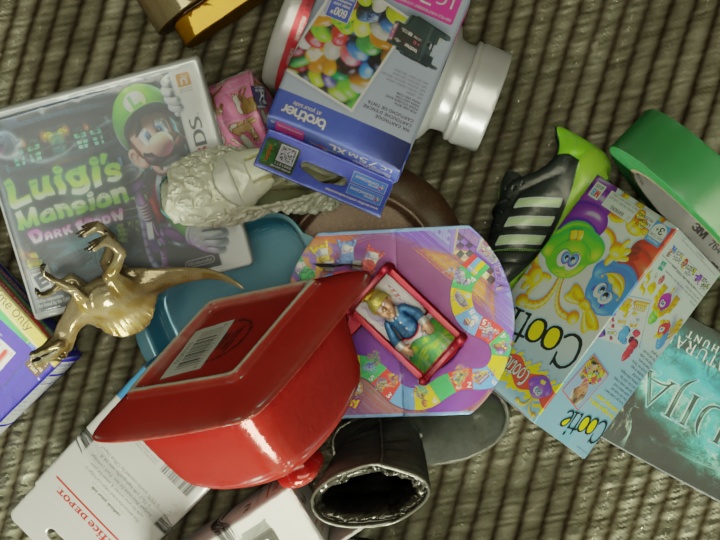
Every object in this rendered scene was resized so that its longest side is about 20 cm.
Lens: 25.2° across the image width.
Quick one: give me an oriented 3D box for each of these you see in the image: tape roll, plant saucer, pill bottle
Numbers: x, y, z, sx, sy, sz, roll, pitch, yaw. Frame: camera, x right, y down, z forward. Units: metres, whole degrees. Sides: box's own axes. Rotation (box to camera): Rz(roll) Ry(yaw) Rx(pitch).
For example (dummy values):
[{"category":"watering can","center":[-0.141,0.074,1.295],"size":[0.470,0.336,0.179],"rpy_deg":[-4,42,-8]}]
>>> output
[{"category":"tape roll","center":[0.295,-0.048,1.357],"size":[0.048,0.200,0.200],"rpy_deg":[-45,90,2]},{"category":"plant saucer","center":[0.000,0.000,1.445],"size":[0.197,0.037,0.204],"rpy_deg":[0,90,0]},{"category":"pill bottle","center":[0.025,-0.182,1.398],"size":[0.198,0.120,0.121],"rpy_deg":[21,91,0]}]

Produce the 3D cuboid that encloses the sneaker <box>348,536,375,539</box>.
[{"category":"sneaker","center":[0.066,0.319,1.424],"size":[0.197,0.084,0.122],"rpy_deg":[15,86,8]}]

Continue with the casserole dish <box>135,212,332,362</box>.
[{"category":"casserole dish","center":[-0.108,0.028,1.424],"size":[0.198,0.039,0.122],"rpy_deg":[-26,86,20]}]

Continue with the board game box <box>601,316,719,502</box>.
[{"category":"board game box","center":[0.306,0.124,1.445],"size":[0.198,0.028,0.136],"rpy_deg":[28,91,0]}]

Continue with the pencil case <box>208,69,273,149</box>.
[{"category":"pencil case","center":[-0.164,-0.104,1.421],"size":[0.198,0.087,0.084],"rpy_deg":[-22,98,4]}]

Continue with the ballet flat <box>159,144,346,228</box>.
[{"category":"ballet flat","center":[-0.078,-0.081,1.347],"size":[0.071,0.198,0.073],"rpy_deg":[10,105,44]}]

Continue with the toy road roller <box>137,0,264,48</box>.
[{"category":"toy road roller","center":[-0.118,-0.296,1.385],"size":[0.199,0.146,0.124],"rpy_deg":[-34,90,1]}]

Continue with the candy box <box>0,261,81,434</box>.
[{"category":"candy box","center":[-0.379,0.082,1.433],"size":[0.200,0.077,0.169],"rpy_deg":[-44,90,0]}]

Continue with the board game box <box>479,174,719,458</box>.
[{"category":"board game box","center":[0.198,0.040,1.390],"size":[0.103,0.105,0.201],"rpy_deg":[38,91,41]}]

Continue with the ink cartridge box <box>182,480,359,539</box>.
[{"category":"ink cartridge box","center":[-0.090,0.237,1.404],"size":[0.199,0.116,0.068],"rpy_deg":[-33,92,1]}]

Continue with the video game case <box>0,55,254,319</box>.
[{"category":"video game case","center":[-0.208,-0.069,1.372],"size":[0.197,0.023,0.184],"rpy_deg":[-14,102,3]}]

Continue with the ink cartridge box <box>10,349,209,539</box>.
[{"category":"ink cartridge box","center":[-0.202,0.181,1.421],"size":[0.116,0.068,0.200],"rpy_deg":[45,109,1]}]

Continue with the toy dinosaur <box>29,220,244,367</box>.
[{"category":"toy dinosaur","center":[-0.202,0.010,1.361],"size":[0.198,0.058,0.102],"rpy_deg":[-24,117,12]}]

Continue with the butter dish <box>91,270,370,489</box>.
[{"category":"butter dish","center":[-0.079,0.111,1.308],"size":[0.198,0.200,0.149],"rpy_deg":[-11,118,40]}]

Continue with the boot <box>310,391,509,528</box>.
[{"category":"boot","center":[0.047,0.155,1.364],"size":[0.180,0.200,0.073],"rpy_deg":[-18,90,1]}]

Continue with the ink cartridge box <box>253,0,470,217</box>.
[{"category":"ink cartridge box","center":[0.002,-0.157,1.310],"size":[0.118,0.042,0.202],"rpy_deg":[22,78,0]}]

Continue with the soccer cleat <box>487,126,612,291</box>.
[{"category":"soccer cleat","center":[0.142,-0.036,1.433],"size":[0.081,0.068,0.201],"rpy_deg":[40,88,14]}]

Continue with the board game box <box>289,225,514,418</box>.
[{"category":"board game box","center":[0.029,0.045,1.347],"size":[0.197,0.039,0.160],"rpy_deg":[-2,93,10]}]
